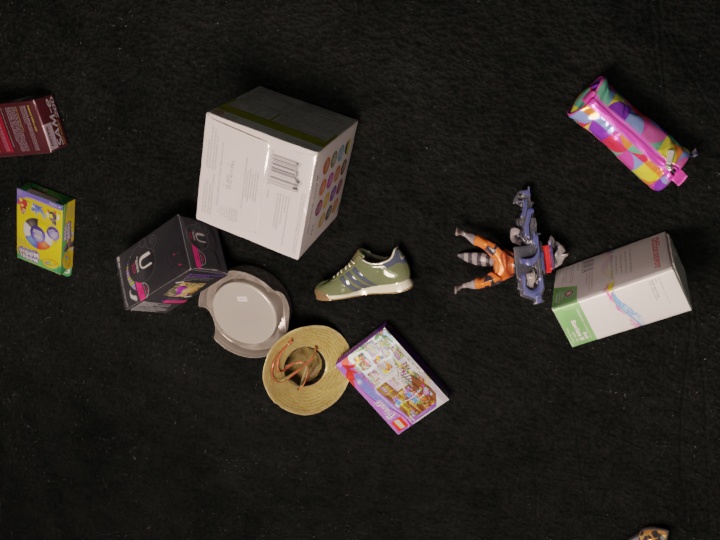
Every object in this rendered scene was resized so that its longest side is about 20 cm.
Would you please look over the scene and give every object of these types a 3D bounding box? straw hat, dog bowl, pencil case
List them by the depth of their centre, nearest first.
[{"bbox_3d":[0.418,-0.210,1.143,0.200,0.088,0.088,39,121,-2],"label":"pencil case"},{"bbox_3d":[-0.123,0.192,1.521,0.085,0.201,0.202,19,132,58],"label":"straw hat"},{"bbox_3d":[-0.231,0.079,1.522,0.199,0.059,0.201,7,117,14],"label":"dog bowl"}]

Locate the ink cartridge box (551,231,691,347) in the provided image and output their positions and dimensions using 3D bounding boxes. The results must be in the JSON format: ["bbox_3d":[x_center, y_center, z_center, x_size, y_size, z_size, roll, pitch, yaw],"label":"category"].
[{"bbox_3d":[0.429,0.030,1.222,0.199,0.145,0.088,-25,106,27],"label":"ink cartridge box"}]

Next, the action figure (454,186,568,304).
[{"bbox_3d":[0.264,-0.044,1.293,0.192,0.105,0.201,2,91,10],"label":"action figure"}]

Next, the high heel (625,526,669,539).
[{"bbox_3d":[0.620,0.609,1.488,0.200,0.071,0.143,44,127,4],"label":"high heel"}]

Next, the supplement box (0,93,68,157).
[{"bbox_3d":[-0.703,-0.291,1.495,0.199,0.061,0.109,0,116,20],"label":"supplement box"}]

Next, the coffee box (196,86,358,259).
[{"bbox_3d":[-0.143,-0.176,1.282,0.199,0.198,0.200,21,121,10],"label":"coffee box"}]

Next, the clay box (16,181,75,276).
[{"bbox_3d":[-0.683,-0.079,1.602,0.114,0.048,0.201,20,119,9],"label":"clay box"}]

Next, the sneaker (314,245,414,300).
[{"bbox_3d":[0.000,0.000,1.405,0.199,0.067,0.090,-7,106,21],"label":"sneaker"}]

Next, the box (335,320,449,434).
[{"bbox_3d":[0.065,0.217,1.489,0.137,0.039,0.200,-38,100,19],"label":"box"}]

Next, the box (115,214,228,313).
[{"bbox_3d":[-0.378,-0.009,1.474,0.200,0.106,0.123,-29,68,28],"label":"box"}]
